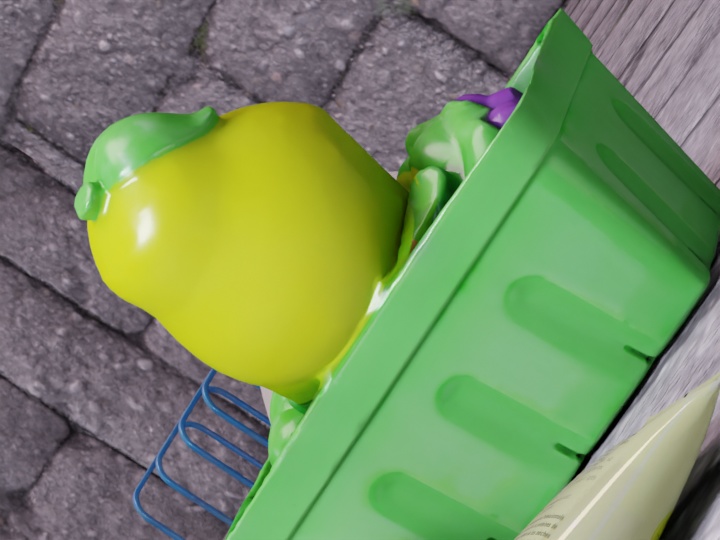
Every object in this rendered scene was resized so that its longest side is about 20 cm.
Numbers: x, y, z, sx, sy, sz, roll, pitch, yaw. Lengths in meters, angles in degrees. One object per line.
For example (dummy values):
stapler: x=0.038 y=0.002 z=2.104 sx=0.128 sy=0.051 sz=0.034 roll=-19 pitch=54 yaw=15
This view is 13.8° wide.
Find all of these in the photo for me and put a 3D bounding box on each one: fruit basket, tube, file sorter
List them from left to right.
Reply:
file sorter: x=-0.077 y=0.126 z=2.365 sx=0.200 sy=0.122 sz=0.139 roll=-56 pitch=3 yaw=38
fruit basket: x=0.000 y=0.000 z=1.038 sx=0.216 sy=0.215 sz=0.156 roll=-57 pitch=2 yaw=23
tube: x=0.032 y=0.110 z=0.760 sx=0.058 sy=0.052 sz=0.200 roll=17 pitch=65 yaw=45

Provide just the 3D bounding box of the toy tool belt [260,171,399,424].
toy tool belt: x=0.019 y=0.053 z=1.416 sx=0.200 sy=0.124 sz=0.124 roll=120 pitch=150 yaw=-52
